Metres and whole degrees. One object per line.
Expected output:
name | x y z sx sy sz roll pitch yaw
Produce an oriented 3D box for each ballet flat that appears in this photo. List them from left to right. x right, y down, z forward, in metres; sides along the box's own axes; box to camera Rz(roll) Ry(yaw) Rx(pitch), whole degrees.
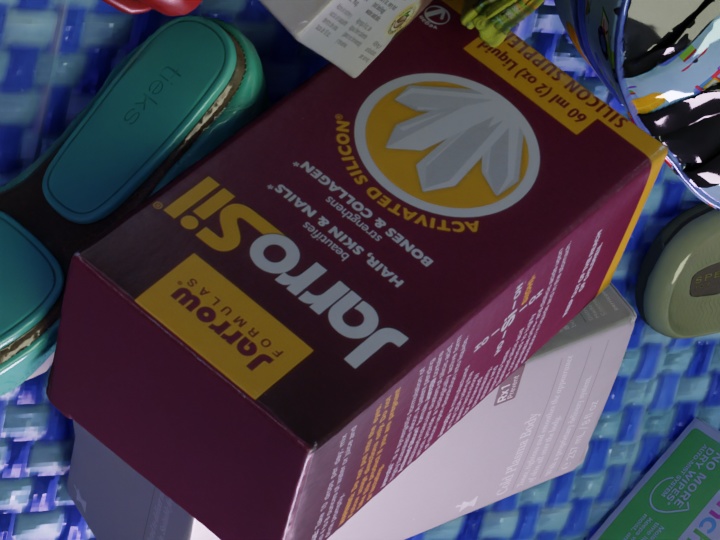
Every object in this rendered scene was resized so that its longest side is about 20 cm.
ballet flat | -0.105 -0.005 0.934 0.200 0.067 0.070 -44 148 -6

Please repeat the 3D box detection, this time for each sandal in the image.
sandal | 0.214 -0.006 1.166 0.201 0.057 0.080 -20 124 -26

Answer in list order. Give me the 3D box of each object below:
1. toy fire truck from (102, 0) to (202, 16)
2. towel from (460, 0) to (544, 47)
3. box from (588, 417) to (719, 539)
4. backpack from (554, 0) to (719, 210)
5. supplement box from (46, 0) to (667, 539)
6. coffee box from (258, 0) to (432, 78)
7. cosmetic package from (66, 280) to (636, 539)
toy fire truck | -0.072 -0.138 0.681 0.176 0.200 0.129 29 93 -44
towel | 0.105 -0.166 0.910 0.018 0.086 0.200 34 120 -20
box | 0.157 0.203 1.212 0.200 0.097 0.176 -49 131 -4
backpack | 0.158 -0.131 1.006 0.200 0.135 0.183 -50 132 -3
supplement box | 0.000 0.000 0.921 0.200 0.110 0.086 -39 159 -35
coffee box | 0.024 -0.177 0.862 0.200 0.113 0.080 -44 165 8
cosmetic package | -0.005 0.051 1.003 0.200 0.090 0.107 -24 150 -27
